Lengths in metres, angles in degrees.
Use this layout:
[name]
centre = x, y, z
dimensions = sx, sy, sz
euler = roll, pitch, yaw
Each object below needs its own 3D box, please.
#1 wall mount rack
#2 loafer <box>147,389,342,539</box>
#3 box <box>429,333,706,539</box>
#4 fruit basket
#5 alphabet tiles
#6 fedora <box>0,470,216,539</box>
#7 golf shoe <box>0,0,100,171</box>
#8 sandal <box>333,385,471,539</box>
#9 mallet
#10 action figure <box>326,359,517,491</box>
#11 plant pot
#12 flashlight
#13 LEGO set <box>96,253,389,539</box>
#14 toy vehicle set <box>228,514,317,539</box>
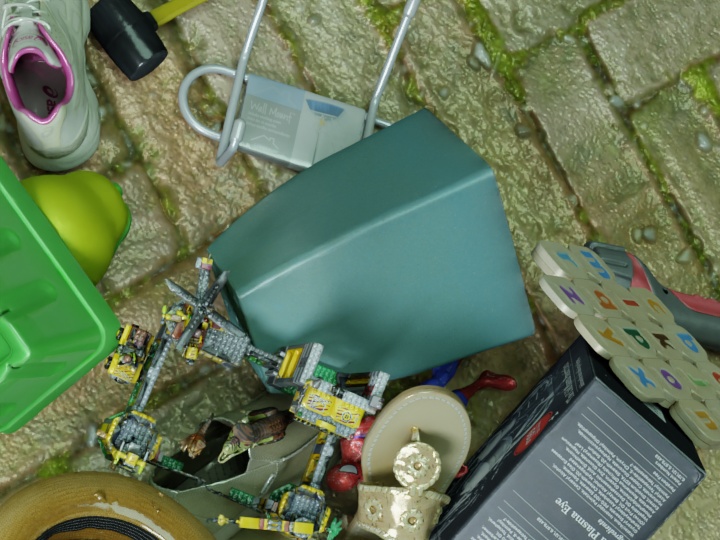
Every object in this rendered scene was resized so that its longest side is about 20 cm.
[wall mount rack]
centre = -0.034, -0.147, 1.603
dimensions = 0.199, 0.075, 0.175
euler = 17, 67, -14
[loafer]
centre = -0.076, 0.128, 1.484
dimensions = 0.075, 0.069, 0.200
euler = 28, 58, 36
[box]
centre = 0.140, 0.157, 1.455
dimensions = 0.104, 0.200, 0.182
euler = 40, 97, -1
[fruit basket]
centre = -0.256, -0.003, 1.463
dimensions = 0.215, 0.155, 0.216
euler = 43, 23, -23
[alphabet tiles]
centre = 0.207, 0.055, 1.506
dimensions = 0.200, 0.015, 0.195
euler = 50, 22, 24
[fedora]
centre = -0.170, 0.233, 1.331
dimensions = 0.199, 0.082, 0.202
euler = 11, 60, -19
[golf shoe]
centre = -0.239, -0.178, 1.528
dimensions = 0.075, 0.092, 0.201
euler = -15, 76, -1
[sandal]
centre = 0.031, 0.173, 1.434
dimensions = 0.077, 0.212, 0.070
euler = 5, 47, -18
[mallet]
centre = -0.120, -0.211, 1.619
dimensions = 0.199, 0.041, 0.066
euler = -26, 81, -29
[action figure]
centre = 0.060, 0.112, 1.508
dimensions = 0.200, 0.099, 0.066
euler = -33, 116, -37
[plant pot]
centre = 0.000, 0.000, 1.507
dimensions = 0.199, 0.141, 0.142
euler = -23, 119, -11
[flashlight]
centre = 0.265, 0.028, 1.657
dimensions = 0.199, 0.068, 0.068
euler = 11, 112, -19
[LEGO set]
centre = -0.075, 0.098, 1.384
dimensions = 0.199, 0.116, 0.154
euler = 32, 78, -12
[toy vehicle set]
centre = -0.048, 0.244, 1.412
dimensions = 0.124, 0.199, 0.027
euler = -48, 133, -25
